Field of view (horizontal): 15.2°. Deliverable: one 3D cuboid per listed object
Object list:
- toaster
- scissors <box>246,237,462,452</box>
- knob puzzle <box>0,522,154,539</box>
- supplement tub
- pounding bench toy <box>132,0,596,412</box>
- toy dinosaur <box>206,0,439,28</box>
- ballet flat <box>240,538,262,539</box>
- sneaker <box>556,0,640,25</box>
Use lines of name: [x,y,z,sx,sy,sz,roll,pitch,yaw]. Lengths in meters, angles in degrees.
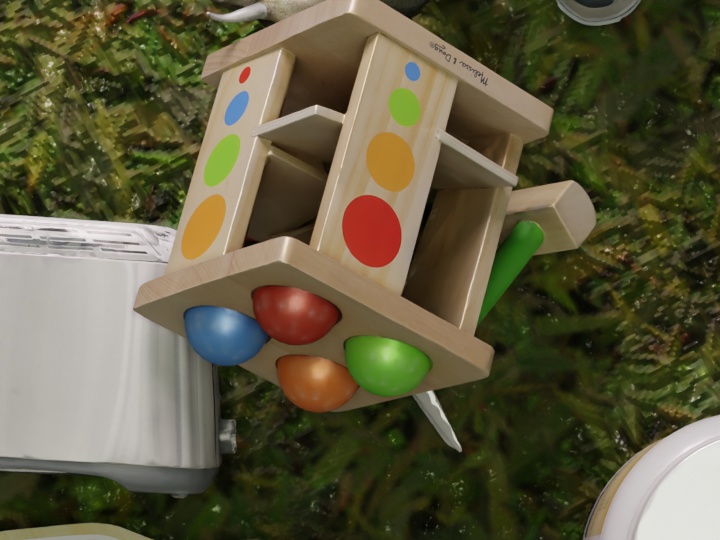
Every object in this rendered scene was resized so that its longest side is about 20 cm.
toaster: [-0.156,0.040,1.318,0.199,0.114,0.130,3,88,0]
scissors: [0.000,0.000,1.364,0.200,0.014,0.073,43,89,0]
knob puzzle: [-0.148,0.204,1.307,0.219,0.030,0.221,-10,62,20]
supplement tub: [0.179,0.141,1.269,0.144,0.200,0.145,0,84,1]
pounding bench toy: [0.019,-0.005,1.275,0.200,0.124,0.157,28,63,-30]
toy dinosaur: [0.025,-0.153,1.316,0.199,0.102,0.077,-29,92,2]
ballet flat: [-0.115,0.209,1.346,0.200,0.071,0.071,-37,92,1]
sneaker: [0.137,-0.220,1.329,0.073,0.071,0.201,8,92,0]
